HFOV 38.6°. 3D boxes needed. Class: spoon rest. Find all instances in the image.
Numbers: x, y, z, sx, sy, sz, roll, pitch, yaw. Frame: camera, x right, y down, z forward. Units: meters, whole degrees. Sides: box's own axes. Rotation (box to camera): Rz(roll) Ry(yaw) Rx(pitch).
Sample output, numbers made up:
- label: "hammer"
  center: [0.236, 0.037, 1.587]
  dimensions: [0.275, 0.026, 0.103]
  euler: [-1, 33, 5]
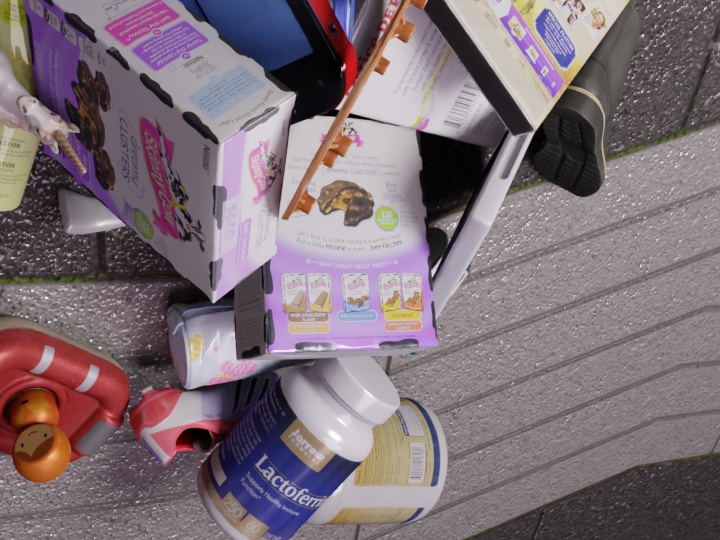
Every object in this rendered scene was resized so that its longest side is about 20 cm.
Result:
- label: "spoon rest"
  center: [-0.156, -0.079, 0.856]
  dimensions: [0.197, 0.101, 0.060]
  euler: [-19, 166, 20]

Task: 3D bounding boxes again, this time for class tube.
- label: "tube"
  center: [-0.259, -0.142, 0.778]
  dimensions: [0.203, 0.051, 0.058]
  euler: [-65, 168, 24]

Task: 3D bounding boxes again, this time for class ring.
- label: "ring"
  center: [-0.001, -0.121, 0.730]
  dimensions: [0.019, 0.201, 0.202]
  euler: [29, 116, -5]

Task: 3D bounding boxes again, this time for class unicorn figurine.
- label: "unicorn figurine"
  center: [-0.290, -0.135, 0.724]
  dimensions: [0.196, 0.075, 0.139]
  euler: [-4, 134, 25]

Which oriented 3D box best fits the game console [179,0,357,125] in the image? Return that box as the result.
- label: "game console"
  center: [-0.104, -0.186, 0.711]
  dimensions: [0.175, 0.031, 0.202]
  euler: [-13, 115, 40]

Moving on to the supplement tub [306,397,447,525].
- label: "supplement tub"
  center: [-0.014, 0.213, 1.170]
  dimensions: [0.197, 0.145, 0.146]
  euler: [10, 124, -36]

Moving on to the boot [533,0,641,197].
- label: "boot"
  center: [0.237, -0.168, 1.030]
  dimensions: [0.140, 0.076, 0.200]
  euler: [-62, 168, -13]

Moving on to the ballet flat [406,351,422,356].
- label: "ballet flat"
  center: [0.000, 0.000, 0.987]
  dimensions: [0.199, 0.067, 0.064]
  euler: [41, 97, -9]

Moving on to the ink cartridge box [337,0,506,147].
- label: "ink cartridge box"
  center: [0.058, -0.202, 0.880]
  dimensions: [0.197, 0.085, 0.146]
  euler: [7, 124, -36]

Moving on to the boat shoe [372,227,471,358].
- label: "boat shoe"
  center: [0.039, 0.046, 1.101]
  dimensions: [0.200, 0.076, 0.060]
  euler: [-44, 130, 13]

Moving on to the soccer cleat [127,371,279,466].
- label: "soccer cleat"
  center: [-0.148, 0.149, 1.053]
  dimensions: [0.198, 0.077, 0.067]
  euler: [-4, 142, -52]

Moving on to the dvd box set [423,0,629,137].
- label: "dvd box set"
  center: [0.139, -0.229, 0.828]
  dimensions: [0.147, 0.029, 0.201]
  euler: [49, 61, -21]

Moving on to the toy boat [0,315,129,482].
- label: "toy boat"
  center: [-0.300, 0.136, 0.942]
  dimensions: [0.131, 0.131, 0.199]
  euler: [-45, 136, 13]

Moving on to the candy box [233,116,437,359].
- label: "candy box"
  center: [-0.026, -0.028, 0.899]
  dimensions: [0.165, 0.205, 0.071]
  euler: [1, 170, -30]

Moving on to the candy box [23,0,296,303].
- label: "candy box"
  center: [-0.144, -0.103, 0.731]
  dimensions: [0.071, 0.199, 0.169]
  euler: [-38, 157, -32]

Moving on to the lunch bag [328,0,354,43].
- label: "lunch bag"
  center: [-0.070, -0.219, 0.736]
  dimensions: [0.076, 0.158, 0.203]
  euler: [-48, 153, -42]

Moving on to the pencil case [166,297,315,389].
- label: "pencil case"
  center: [-0.094, 0.059, 1.027]
  dimensions: [0.196, 0.084, 0.091]
  euler: [-11, 147, -20]

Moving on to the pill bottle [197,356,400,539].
- label: "pill bottle"
  center: [-0.059, 0.167, 1.005]
  dimensions: [0.200, 0.116, 0.115]
  euler: [-48, 135, 13]

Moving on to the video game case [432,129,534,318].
- label: "video game case"
  center: [0.114, -0.064, 0.953]
  dimensions: [0.184, 0.023, 0.201]
  euler: [-62, 176, -30]
